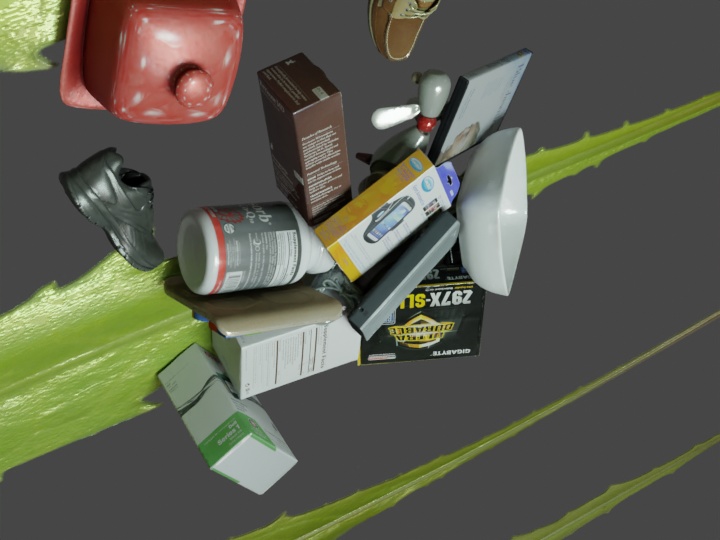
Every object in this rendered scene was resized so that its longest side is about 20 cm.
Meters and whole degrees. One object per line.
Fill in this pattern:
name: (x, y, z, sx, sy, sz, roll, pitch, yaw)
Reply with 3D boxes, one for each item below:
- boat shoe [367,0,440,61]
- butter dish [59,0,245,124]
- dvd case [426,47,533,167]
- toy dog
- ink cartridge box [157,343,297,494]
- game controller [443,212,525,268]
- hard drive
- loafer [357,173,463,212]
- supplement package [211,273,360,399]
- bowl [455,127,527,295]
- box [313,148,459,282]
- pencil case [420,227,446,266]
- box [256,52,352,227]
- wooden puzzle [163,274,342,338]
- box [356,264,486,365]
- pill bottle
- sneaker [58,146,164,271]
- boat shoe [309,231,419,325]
boat shoe: (0.060, -0.342, 1.208, 0.075, 0.074, 0.201, -15, 138, -25)
butter dish: (-0.202, -0.229, 1.065, 0.199, 0.148, 0.200, -6, 134, -33)
dvd case: (0.167, -0.228, 1.392, 0.200, 0.017, 0.143, -33, 151, -49)
toy dog: (0.053, -0.189, 1.357, 0.201, 0.096, 0.132, -61, 162, 13)
ink cartridge box: (-0.202, 0.223, 1.501, 0.084, 0.200, 0.146, -41, 143, 2)
game controller: (0.198, -0.062, 1.580, 0.199, 0.042, 0.105, -26, 123, -43)
hard drive: (0.062, 0.009, 1.398, 0.200, 0.033, 0.140, -48, 171, -5)
loafer: (0.079, -0.103, 1.474, 0.199, 0.076, 0.069, -4, 127, -35)
supplement package: (-0.111, 0.084, 1.486, 0.199, 0.121, 0.120, -17, 139, -23)
bowl: (0.192, -0.088, 1.454, 0.074, 0.201, 0.201, 5, 137, 17)
box: (0.041, -0.078, 1.324, 0.200, 0.042, 0.119, -39, 152, -2)
pencil case: (0.071, -0.030, 1.542, 0.199, 0.078, 0.090, 17, 98, -47)
box: (-0.068, -0.164, 1.273, 0.075, 0.100, 0.201, -26, 141, -18)
wooden puzzle: (-0.149, 0.048, 1.355, 0.184, 0.200, 0.047, -8, 111, -32)
box: (0.090, 0.070, 1.539, 0.198, 0.050, 0.161, -4, 129, -5)
pill bottle: (-0.138, -0.034, 1.346, 0.199, 0.116, 0.116, -7, 134, -33)
sneaker: (-0.286, -0.072, 1.231, 0.091, 0.076, 0.200, -39, 146, -7)
boat shoe: (0.002, 0.001, 1.405, 0.202, 0.065, 0.075, -39, 100, -5)
